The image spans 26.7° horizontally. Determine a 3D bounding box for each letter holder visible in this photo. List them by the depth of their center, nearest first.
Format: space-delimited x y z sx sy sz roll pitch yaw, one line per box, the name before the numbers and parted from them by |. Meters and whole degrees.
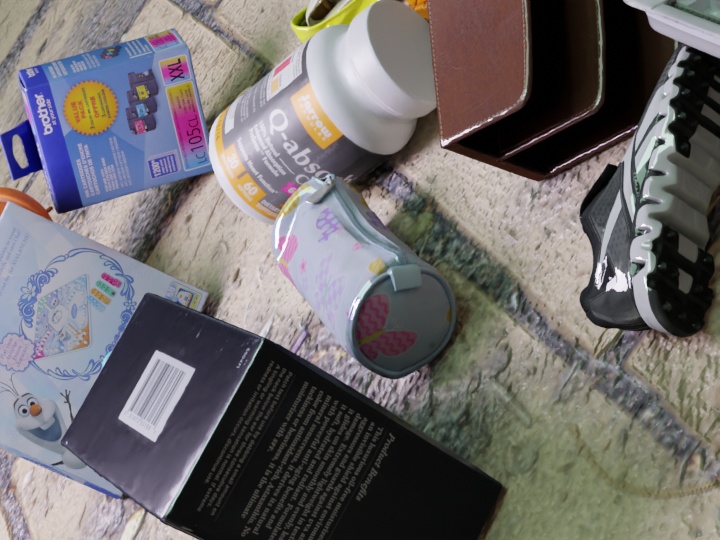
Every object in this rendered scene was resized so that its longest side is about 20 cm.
letter holder | 0.127 -0.185 1.011 0.142 0.100 0.202 -25 60 43

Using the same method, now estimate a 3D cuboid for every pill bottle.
pill bottle | -0.025 -0.129 1.241 0.200 0.116 0.117 -34 37 39

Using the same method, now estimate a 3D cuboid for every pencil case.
pencil case | 0.000 0.000 1.109 0.200 0.082 0.091 -130 51 -60

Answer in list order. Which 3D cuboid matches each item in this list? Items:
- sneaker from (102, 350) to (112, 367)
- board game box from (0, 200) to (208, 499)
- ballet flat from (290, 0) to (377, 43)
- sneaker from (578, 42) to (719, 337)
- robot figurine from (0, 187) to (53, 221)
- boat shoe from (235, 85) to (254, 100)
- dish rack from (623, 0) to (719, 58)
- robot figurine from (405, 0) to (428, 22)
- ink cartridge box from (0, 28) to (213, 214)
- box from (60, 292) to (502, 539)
sneaker | -0.144 0.096 1.248 0.199 0.079 0.078 -2 62 49
board game box | -0.264 0.071 1.347 0.201 0.198 0.043 -68 10 -17
ballet flat | 0.011 -0.271 1.370 0.200 0.067 0.067 -43 30 27
sneaker | 0.171 -0.051 0.900 0.090 0.066 0.202 -14 54 50
robot figurine | -0.354 -0.003 1.453 0.144 0.116 0.201 -44 22 30
boat shoe | -0.084 -0.142 1.391 0.202 0.075 0.075 -26 42 46
dish rack | 0.258 -0.159 0.835 0.171 0.044 0.200 -30 27 -9
robot figurine | 0.117 -0.254 1.191 0.199 0.058 0.146 -4 61 57
ink cartridge box | -0.258 -0.145 1.512 0.198 0.138 0.076 -17 24 -11
box | -0.053 0.121 0.958 0.124 0.198 0.200 -60 28 -8
